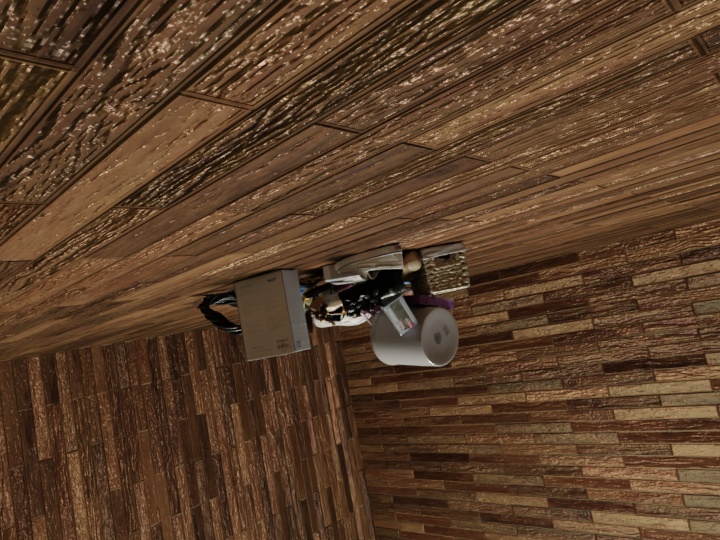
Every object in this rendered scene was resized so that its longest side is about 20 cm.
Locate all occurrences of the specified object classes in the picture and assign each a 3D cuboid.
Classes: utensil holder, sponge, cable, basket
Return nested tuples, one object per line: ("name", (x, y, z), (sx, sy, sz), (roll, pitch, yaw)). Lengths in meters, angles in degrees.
("utensil holder", (0.152, 0.186, 1.517), (0.168, 0.173, 0.199), (-6, 180, -39))
("sponge", (0.170, 0.093, 1.559), (0.110, 0.030, 0.199), (10, 172, -23))
("cable", (-0.366, 0.125, 1.529), (0.197, 0.164, 0.051), (8, 126, -31))
("basket", (0.216, 0.004, 1.531), (0.133, 0.126, 0.200), (-10, 174, -10))

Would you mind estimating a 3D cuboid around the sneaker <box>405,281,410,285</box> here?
("sneaker", (0.170, 0.008, 1.734), (0.197, 0.081, 0.130), (-3, 177, 30))

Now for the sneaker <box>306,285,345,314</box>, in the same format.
("sneaker", (-0.107, 0.089, 1.614), (0.198, 0.074, 0.084), (6, -170, 35))

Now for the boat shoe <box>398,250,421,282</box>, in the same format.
("boat shoe", (0.103, -0.001, 1.498), (0.064, 0.072, 0.200), (-24, 169, -21))

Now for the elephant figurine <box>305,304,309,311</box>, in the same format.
("elephant figurine", (-0.171, 0.108, 1.781), (0.197, 0.143, 0.156), (-20, -144, 7))

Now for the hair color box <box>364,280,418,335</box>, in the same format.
("hair color box", (0.081, 0.084, 1.472), (0.060, 0.100, 0.200), (-34, -156, -1))

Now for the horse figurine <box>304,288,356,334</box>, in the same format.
("horse figurine", (-0.073, 0.096, 1.415), (0.198, 0.051, 0.132), (-24, -150, -21))

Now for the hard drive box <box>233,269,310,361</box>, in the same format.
("hard drive box", (-0.221, 0.111, 1.341), (0.154, 0.204, 0.077), (-13, 175, 27))

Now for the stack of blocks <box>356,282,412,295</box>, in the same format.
("stack of blocks", (0.075, 0.069, 1.797), (0.197, 0.060, 0.115), (15, -172, 20))

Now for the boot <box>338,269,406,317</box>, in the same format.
("boot", (0.023, 0.045, 1.366), (0.160, 0.074, 0.198), (-24, -163, -1))

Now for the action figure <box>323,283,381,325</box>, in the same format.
("action figure", (-0.027, 0.082, 1.682), (0.197, 0.151, 0.134), (17, 161, -10))

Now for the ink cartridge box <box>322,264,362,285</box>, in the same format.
("ink cartridge box", (0.000, 0.000, 1.480), (0.173, 0.046, 0.200), (-11, 175, 7))

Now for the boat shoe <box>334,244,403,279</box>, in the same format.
("boat shoe", (0.017, -0.009, 1.307), (0.198, 0.066, 0.073), (-16, 172, 40))

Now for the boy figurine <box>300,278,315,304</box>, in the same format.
("boy figurine", (-0.207, 0.083, 1.573), (0.198, 0.125, 0.065), (-21, 151, -35))

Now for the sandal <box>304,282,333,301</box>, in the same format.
("sandal", (-0.105, 0.065, 1.516), (0.074, 0.049, 0.200), (-22, -179, 8))

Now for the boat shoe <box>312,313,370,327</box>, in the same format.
("boat shoe", (-0.056, 0.137, 1.717), (0.196, 0.073, 0.066), (-5, 164, -4))

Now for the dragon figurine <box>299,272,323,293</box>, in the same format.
("dragon figurine", (-0.193, 0.046, 1.472), (0.197, 0.060, 0.099), (-9, 175, -5))
